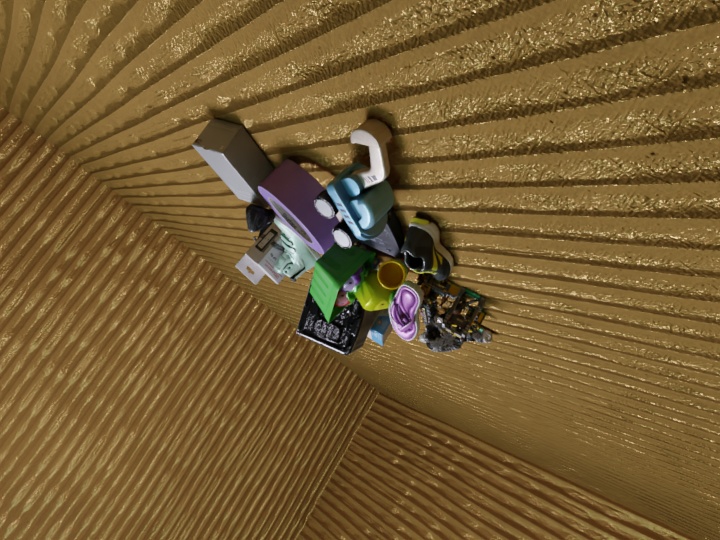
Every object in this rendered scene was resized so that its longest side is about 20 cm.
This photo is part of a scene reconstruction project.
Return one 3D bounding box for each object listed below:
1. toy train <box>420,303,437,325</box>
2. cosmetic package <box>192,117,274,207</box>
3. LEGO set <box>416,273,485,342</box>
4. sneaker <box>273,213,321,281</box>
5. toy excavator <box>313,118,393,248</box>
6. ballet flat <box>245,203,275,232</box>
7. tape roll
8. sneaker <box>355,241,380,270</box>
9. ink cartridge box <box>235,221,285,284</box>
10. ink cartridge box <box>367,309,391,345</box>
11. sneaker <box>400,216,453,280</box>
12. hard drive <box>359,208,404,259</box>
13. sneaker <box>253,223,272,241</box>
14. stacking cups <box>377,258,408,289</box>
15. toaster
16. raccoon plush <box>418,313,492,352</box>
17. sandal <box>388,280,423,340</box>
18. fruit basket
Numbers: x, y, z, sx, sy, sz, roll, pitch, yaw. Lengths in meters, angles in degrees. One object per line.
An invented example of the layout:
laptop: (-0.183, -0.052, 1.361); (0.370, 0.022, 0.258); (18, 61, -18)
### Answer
toy train: (0.188, 0.119, 1.533); (0.046, 0.034, 0.200); (38, 168, 22)
cosmetic package: (-0.270, -0.238, 1.245); (0.106, 0.091, 0.200); (22, 158, 30)
LEGO set: (0.195, 0.100, 1.292); (0.199, 0.116, 0.154); (30, 164, 9)
sneaker: (-0.191, -0.052, 1.442); (0.074, 0.118, 0.201); (44, 173, 46)
toy excavator: (0.010, -0.145, 0.935); (0.199, 0.100, 0.195); (-5, 124, 50)
ballet flat: (-0.245, -0.125, 1.314); (0.066, 0.057, 0.200); (20, -175, -3)
tape roll: (-0.121, -0.135, 1.185); (0.200, 0.085, 0.200); (43, 170, 9)
sneaker: (0.000, 0.000, 1.428); (0.077, 0.076, 0.200); (35, 161, 6)
ink cartridge box: (-0.231, -0.046, 1.515); (0.068, 0.200, 0.116); (34, 169, 37)
ink cartridge box: (0.013, 0.109, 1.657); (0.199, 0.129, 0.125); (29, 164, 13)
sneaker: (0.125, -0.026, 1.109); (0.074, 0.085, 0.200); (22, 161, 35)
hard drive: (0.023, -0.103, 1.154); (0.134, 0.043, 0.200); (24, 163, 28)
sneaker: (-0.234, -0.073, 1.616); (0.075, 0.114, 0.200); (17, 159, 43)
stacking cups: (0.083, 0.003, 1.222); (0.060, 0.061, 0.200); (30, -171, 9)
toaster: (-0.056, 0.120, 1.529); (0.198, 0.183, 0.118); (20, -171, 20)
raccoon plush: (0.251, 0.190, 1.483); (0.198, 0.098, 0.134); (16, 168, 20)
sandal: (0.094, 0.098, 1.255); (0.082, 0.050, 0.204); (32, 145, 24)
fruit basket: (-0.007, 0.045, 1.314); (0.215, 0.155, 0.217); (34, 150, 23)
